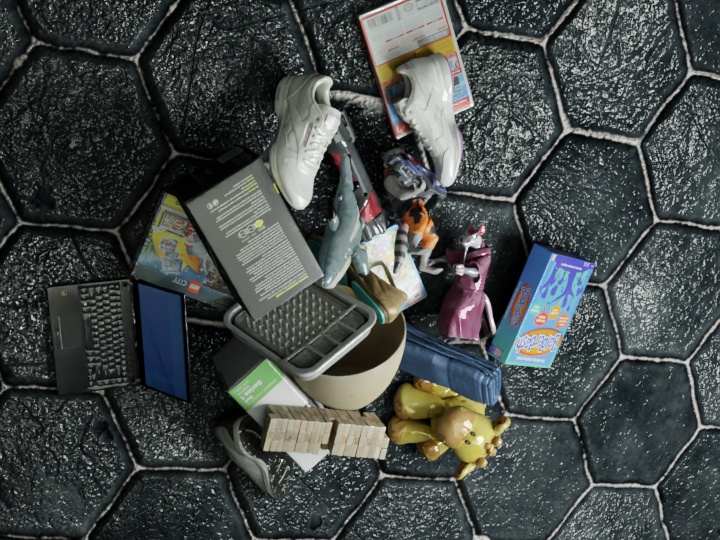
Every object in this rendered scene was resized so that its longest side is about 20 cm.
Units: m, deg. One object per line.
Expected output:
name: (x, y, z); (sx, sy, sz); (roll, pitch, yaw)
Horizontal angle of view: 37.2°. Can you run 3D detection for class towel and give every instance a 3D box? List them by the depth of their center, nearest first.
towel: (0.134, 0.152, 1.740); (0.049, 0.197, 0.112); (-60, 159, -24)

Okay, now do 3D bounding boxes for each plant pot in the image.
plant pot: (-0.024, 0.140, 1.677); (0.197, 0.201, 0.136); (-16, 132, -12)

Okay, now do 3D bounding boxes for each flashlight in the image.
flashlight: (-0.021, -0.145, 1.663); (0.067, 0.067, 0.202); (-39, 114, -30)

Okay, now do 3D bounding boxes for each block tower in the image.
block tower: (-0.056, 0.244, 1.622); (0.197, 0.058, 0.055); (8, 104, -24)

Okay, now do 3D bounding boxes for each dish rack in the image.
dish rack: (-0.091, 0.084, 1.612); (0.171, 0.199, 0.044); (-37, 141, -31)

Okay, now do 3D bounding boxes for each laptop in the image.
laptop: (-0.363, 0.113, 1.611); (0.196, 0.103, 0.181); (-6, 109, -16)

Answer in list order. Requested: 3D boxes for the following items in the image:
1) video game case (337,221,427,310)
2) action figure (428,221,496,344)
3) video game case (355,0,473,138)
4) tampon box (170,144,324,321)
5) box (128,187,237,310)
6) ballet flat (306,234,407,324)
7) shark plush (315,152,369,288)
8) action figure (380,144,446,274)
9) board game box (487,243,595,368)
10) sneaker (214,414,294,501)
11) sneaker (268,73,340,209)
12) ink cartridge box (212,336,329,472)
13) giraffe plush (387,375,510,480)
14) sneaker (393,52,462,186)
video game case: (-0.001, 0.029, 1.748); (0.198, 0.018, 0.145); (-29, 114, -7)
action figure: (0.184, 0.021, 1.743); (0.146, 0.134, 0.204); (7, 108, -21)
video game case: (0.087, -0.325, 1.661); (0.141, 0.017, 0.203); (-23, 113, -10)
tampon box: (-0.165, -0.057, 1.553); (0.125, 0.150, 0.202); (-32, 111, -10)
box: (-0.238, -0.026, 1.641); (0.197, 0.038, 0.138); (22, 99, -23)
ballet flat: (0.000, 0.000, 1.664); (0.072, 0.200, 0.068); (-35, 148, -23)
shark plush: (-0.023, -0.071, 1.597); (0.083, 0.090, 0.204); (20, 87, -64)
action figure: (0.067, -0.105, 1.650); (0.103, 0.197, 0.199); (-21, 159, 21)
board game box: (0.308, 0.064, 1.813); (0.151, 0.045, 0.203); (8, 107, -49)
sneaker: (-0.172, 0.305, 1.762); (0.075, 0.078, 0.202); (-61, 137, -36)
sneaker: (-0.080, -0.193, 1.561); (0.074, 0.098, 0.204); (13, 75, -57)
ink cartridge box: (-0.132, 0.203, 1.692); (0.084, 0.146, 0.201); (-40, 114, -2)
giraffe plush: (0.162, 0.265, 1.799); (0.196, 0.162, 0.176); (10, 104, -20)
sneaker: (0.102, -0.228, 1.648); (0.098, 0.075, 0.204); (-11, 96, -10)
